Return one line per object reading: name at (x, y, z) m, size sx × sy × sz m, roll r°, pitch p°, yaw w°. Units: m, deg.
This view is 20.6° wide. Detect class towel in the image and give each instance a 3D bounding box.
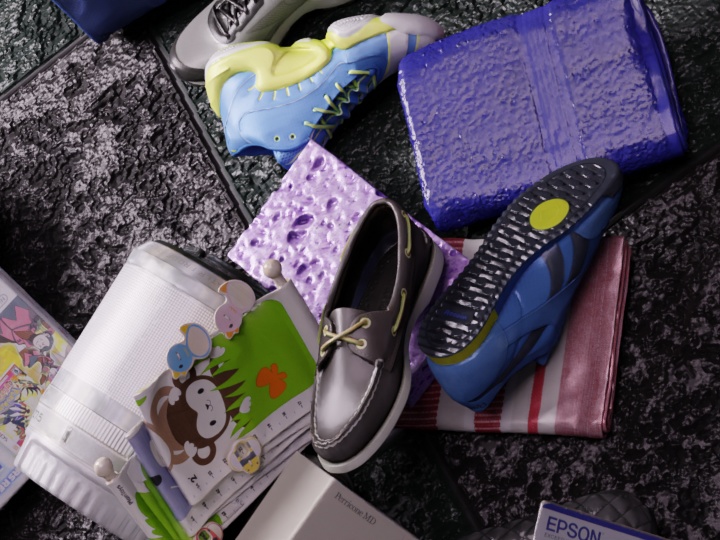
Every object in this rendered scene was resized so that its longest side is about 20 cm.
towel at (0.094, 0.046, 1.420) m, size 0.198 × 0.023 × 0.146 m, roll 0°, pitch 70°, yaw 29°
towel at (0.132, -0.120, 1.453) m, size 0.198 × 0.050 × 0.149 m, roll -18°, pitch 69°, yaw 16°

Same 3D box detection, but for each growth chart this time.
growth chart at (-0.091, 0.102, 1.357) m, size 0.200 × 0.145 × 0.018 m, roll -48°, pitch 28°, yaw -15°

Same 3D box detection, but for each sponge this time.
sponge at (0.000, 0.000, 1.460) m, size 0.200 × 0.030 × 0.112 m, roll 39°, pitch 91°, yaw 35°

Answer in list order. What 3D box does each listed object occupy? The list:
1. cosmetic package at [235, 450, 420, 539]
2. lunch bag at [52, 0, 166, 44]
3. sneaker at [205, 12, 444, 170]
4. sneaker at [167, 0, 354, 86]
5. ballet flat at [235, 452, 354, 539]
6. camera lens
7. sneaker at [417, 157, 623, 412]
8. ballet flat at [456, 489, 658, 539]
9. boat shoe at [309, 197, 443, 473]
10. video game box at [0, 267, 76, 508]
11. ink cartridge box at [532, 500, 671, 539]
cosmetic package at (-0.052, 0.238, 1.346) m, size 0.201 × 0.103 × 0.073 m, roll -56°, pitch 25°, yaw -4°
lunch bag at (-0.208, -0.312, 1.669) m, size 0.131 × 0.136 × 0.201 m, roll -26°, pitch 57°, yaw 14°
sneaker at (-0.024, -0.134, 1.544) m, size 0.198 × 0.076 × 0.106 m, roll -10°, pitch 82°, yaw 22°
sneaker at (-0.077, -0.225, 1.597) m, size 0.199 × 0.079 × 0.074 m, roll -35°, pitch 58°, yaw 10°
ballet flat at (-0.076, 0.219, 1.411) m, size 0.201 × 0.067 × 0.064 m, roll -56°, pitch 30°, yaw -7°
camera lens at (-0.137, 0.092, 1.432) m, size 0.159 × 0.160 × 0.201 m, roll 27°, pitch 81°, yaw 33°
sneaker at (0.120, 0.010, 1.378) m, size 0.200 × 0.079 × 0.066 m, roll -50°, pitch 37°, yaw -16°
ballet flat at (0.103, 0.202, 1.311) m, size 0.199 × 0.067 × 0.057 m, roll -28°, pitch 22°, yaw 10°
boat shoe at (0.000, 0.042, 1.353) m, size 0.071 × 0.061 × 0.203 m, roll -9°, pitch 46°, yaw 33°
video game box at (-0.319, 0.096, 1.534) m, size 0.182 × 0.047 × 0.200 m, roll 44°, pitch 91°, yaw -2°
ink cartridge box at (0.165, 0.262, 1.194) m, size 0.041 × 0.198 × 0.202 m, roll -27°, pitch 46°, yaw 62°
